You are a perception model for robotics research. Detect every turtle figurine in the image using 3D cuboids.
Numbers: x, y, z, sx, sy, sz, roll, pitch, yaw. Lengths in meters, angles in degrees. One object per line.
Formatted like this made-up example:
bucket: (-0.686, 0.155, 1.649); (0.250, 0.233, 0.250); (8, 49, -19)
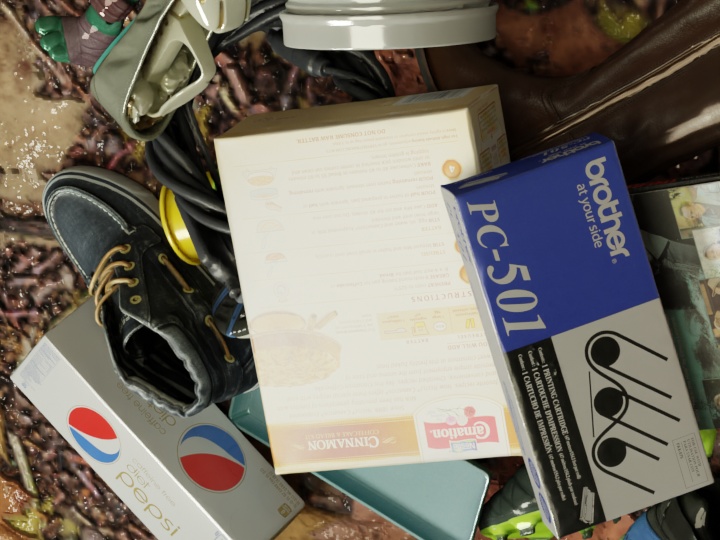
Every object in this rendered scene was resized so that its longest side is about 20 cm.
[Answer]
turtle figurine: (-0.123, -0.214, 1.617); (0.101, 0.150, 0.200); (36, 131, -12)

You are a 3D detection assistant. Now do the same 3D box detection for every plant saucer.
plant saucer: (0.000, 0.111, 1.723); (0.200, 0.019, 0.070); (29, 120, 27)

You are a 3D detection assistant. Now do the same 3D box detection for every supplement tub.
supplement tub: (0.013, -0.229, 1.512); (0.144, 0.145, 0.201); (2, 100, 25)

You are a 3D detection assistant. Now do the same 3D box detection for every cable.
cable: (-0.055, -0.091, 1.628); (0.163, 0.051, 0.201); (-35, 62, 26)

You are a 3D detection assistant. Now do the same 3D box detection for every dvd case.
dvd case: (0.190, 0.018, 1.483); (0.199, 0.022, 0.147); (-9, 105, 35)

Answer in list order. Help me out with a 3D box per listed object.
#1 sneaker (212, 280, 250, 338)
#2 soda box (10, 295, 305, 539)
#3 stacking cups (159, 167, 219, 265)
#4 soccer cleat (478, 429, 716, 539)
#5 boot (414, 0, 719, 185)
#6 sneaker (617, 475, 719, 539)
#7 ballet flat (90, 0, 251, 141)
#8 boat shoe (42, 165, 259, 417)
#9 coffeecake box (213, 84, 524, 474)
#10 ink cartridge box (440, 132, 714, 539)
sneaker: (0.000, 0.000, 1.652); (0.200, 0.077, 0.076); (-16, 63, 42)
soda box: (-0.133, 0.112, 1.776); (0.200, 0.068, 0.064); (48, 139, 2)
stacking cups: (-0.027, -0.058, 1.676); (0.199, 0.061, 0.061); (-17, 102, 25)
soccer cleat: (0.143, 0.111, 1.656); (0.200, 0.067, 0.081); (-35, 56, 44)
boot: (0.143, -0.127, 1.557); (0.200, 0.064, 0.187); (-34, 70, 20)
sneaker: (0.249, 0.210, 1.630); (0.200, 0.077, 0.111); (45, 132, 11)
ballet flat: (-0.095, -0.151, 1.578); (0.064, 0.067, 0.200); (55, 135, 19)
boat shoe: (-0.146, 0.010, 1.726); (0.200, 0.091, 0.071); (41, 121, 15)
coffeecake box: (0.014, 0.006, 1.535); (0.153, 0.073, 0.201); (-6, 102, 19)
ink cartridge box: (0.118, 0.035, 1.467); (0.094, 0.044, 0.201); (-19, 102, -6)
